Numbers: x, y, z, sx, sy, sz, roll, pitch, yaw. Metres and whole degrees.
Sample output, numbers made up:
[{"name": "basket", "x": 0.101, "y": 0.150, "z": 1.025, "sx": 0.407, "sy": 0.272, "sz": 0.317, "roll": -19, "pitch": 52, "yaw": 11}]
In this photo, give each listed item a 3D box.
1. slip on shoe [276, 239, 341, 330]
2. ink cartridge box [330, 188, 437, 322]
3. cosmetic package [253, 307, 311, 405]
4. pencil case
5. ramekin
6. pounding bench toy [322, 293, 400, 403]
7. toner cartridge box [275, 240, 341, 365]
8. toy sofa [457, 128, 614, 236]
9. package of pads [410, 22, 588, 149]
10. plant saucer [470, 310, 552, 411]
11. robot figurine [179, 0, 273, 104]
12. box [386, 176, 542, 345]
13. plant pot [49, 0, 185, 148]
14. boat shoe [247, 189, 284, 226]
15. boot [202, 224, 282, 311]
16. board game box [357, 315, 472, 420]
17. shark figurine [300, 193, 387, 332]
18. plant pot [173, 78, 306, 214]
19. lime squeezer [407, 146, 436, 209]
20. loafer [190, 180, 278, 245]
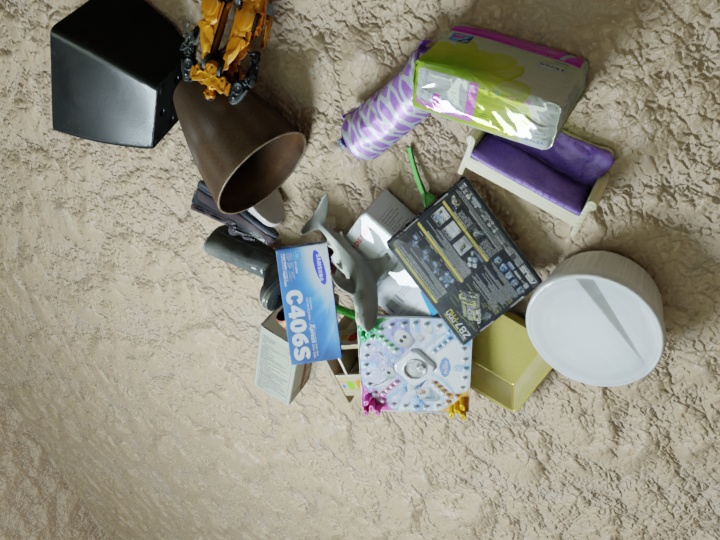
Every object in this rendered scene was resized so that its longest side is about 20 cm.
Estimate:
[{"name": "slip on shoe", "x": -0.090, "y": 0.025, "z": 1.276, "sx": 0.060, "sy": 0.203, "sz": 0.074, "roll": 24, "pitch": -169, "yaw": -34}, {"name": "ink cartridge box", "x": 0.066, "y": -0.012, "z": 1.185, "sx": 0.199, "sy": 0.084, "sz": 0.146, "roll": 41, "pitch": 137, "yaw": 0}, {"name": "cosmetic package", "x": -0.160, "y": 0.180, "z": 1.493, "sx": 0.102, "sy": 0.087, "sz": 0.203, "roll": 29, "pitch": 136, "yaw": 13}, {"name": "pencil case", "x": 0.051, "y": -0.242, "z": 1.025, "sx": 0.198, "sy": 0.083, "sz": 0.088, "roll": -30, "pitch": 81, "yaw": 44}, {"name": "ramekin", "x": 0.354, "y": 0.065, "z": 1.036, "sx": 0.198, "sy": 0.094, "sz": 0.207, "roll": 20, "pitch": 132, "yaw": 22}, {"name": "pounding bench toy", "x": 0.015, "y": 0.129, "z": 1.303, "sx": 0.153, "sy": 0.125, "sz": 0.204, "roll": -8, "pitch": 118, "yaw": 38}, {"name": "toner cartridge box", "x": -0.090, "y": 0.057, "z": 1.229, "sx": 0.092, "sy": 0.043, "sz": 0.207, "roll": -8, "pitch": 97, "yaw": -1}, {"name": "toy sofa", "x": 0.240, "y": -0.146, "z": 0.959, "sx": 0.197, "sy": 0.083, "sz": 0.099, "roll": 31, "pitch": 137, "yaw": 11}, {"name": "package of pads", "x": 0.175, "y": -0.237, "z": 0.881, "sx": 0.196, "sy": 0.155, "sz": 0.070, "roll": 22, "pitch": 134, "yaw": 18}, {"name": "plant saucer", "x": 0.226, "y": 0.129, "z": 1.202, "sx": 0.197, "sy": 0.049, "sz": 0.202, "roll": 30, "pitch": 138, "yaw": 7}, {"name": "robot figurine", "x": -0.199, "y": -0.359, "z": 1.067, "sx": 0.142, "sy": 0.058, "sz": 0.205, "roll": 27, "pitch": 110, "yaw": 15}, {"name": "box", "x": 0.159, "y": -0.014, "z": 1.075, "sx": 0.160, "sy": 0.049, "sz": 0.201, "roll": -39, "pitch": 95, "yaw": 7}, {"name": "plant pot", "x": -0.395, "y": -0.332, "z": 1.197, "sx": 0.173, "sy": 0.202, "sz": 0.202, "roll": 24, "pitch": 136, "yaw": 0}, {"name": "boat shoe", "x": -0.223, "y": -0.157, "z": 1.296, "sx": 0.202, "sy": 0.074, "sz": 0.092, "roll": 55, "pitch": 143, "yaw": -4}, {"name": "boot", "x": -0.213, "y": -0.013, "z": 1.327, "sx": 0.197, "sy": 0.182, "sz": 0.074, "roll": 30, "pitch": 112, "yaw": 7}, {"name": "board game box", "x": 0.093, "y": 0.171, "z": 1.202, "sx": 0.193, "sy": 0.026, "sz": 0.205, "roll": 1, "pitch": 121, "yaw": 7}, {"name": "shark figurine", "x": -0.004, "y": -0.018, "z": 1.134, "sx": 0.088, "sy": 0.128, "sz": 0.219, "roll": -29, "pitch": 86, "yaw": 20}, {"name": "plant pot", "x": -0.220, "y": -0.234, "z": 1.167, "sx": 0.201, "sy": 0.185, "sz": 0.188, "roll": 50, "pitch": 138, "yaw": 11}, {"name": "lime squeezer", "x": 0.128, "y": -0.103, "z": 1.105, "sx": 0.199, "sy": 0.038, "sz": 0.071, "roll": 43, "pitch": 136, "yaw": 0}, {"name": "loafer", "x": -0.243, "y": -0.098, "z": 1.337, "sx": 0.198, "sy": 0.072, "sz": 0.064, "roll": 35, "pitch": 99, "yaw": 16}]
